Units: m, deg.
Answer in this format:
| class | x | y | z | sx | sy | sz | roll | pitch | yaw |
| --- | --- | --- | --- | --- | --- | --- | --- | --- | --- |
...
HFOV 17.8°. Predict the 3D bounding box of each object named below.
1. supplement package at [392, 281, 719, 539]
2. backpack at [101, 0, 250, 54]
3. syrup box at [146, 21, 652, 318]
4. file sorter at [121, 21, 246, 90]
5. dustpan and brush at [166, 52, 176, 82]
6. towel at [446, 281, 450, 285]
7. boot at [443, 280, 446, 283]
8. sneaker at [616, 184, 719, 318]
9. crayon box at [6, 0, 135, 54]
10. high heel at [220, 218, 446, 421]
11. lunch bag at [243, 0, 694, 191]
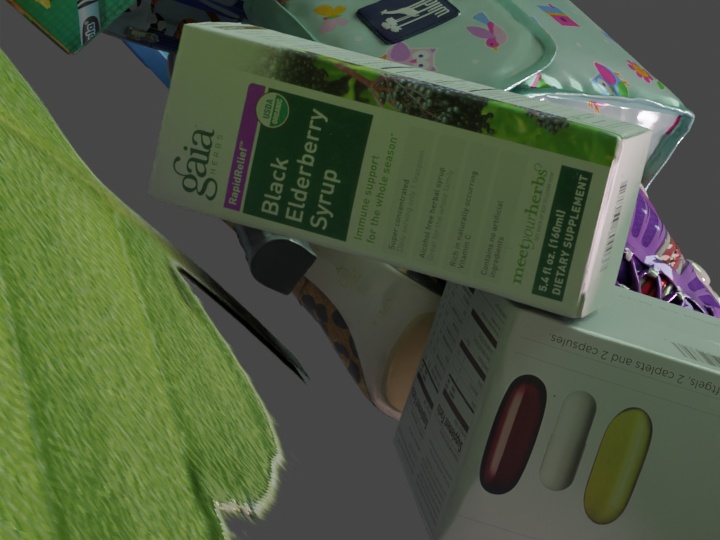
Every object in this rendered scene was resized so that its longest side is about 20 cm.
| class | x | y | z | sx | sy | sz | roll | pitch | yaw |
| --- | --- | --- | --- | --- | --- | --- | --- | --- | --- |
| supplement package | 0.132 | 0.079 | 1.042 | 0.200 | 0.111 | 0.156 | 17 | 10 | -9 |
| backpack | -0.097 | -0.204 | 1.286 | 0.190 | 0.154 | 0.200 | 8 | 35 | -39 |
| syrup box | 0.017 | -0.046 | 0.991 | 0.200 | 0.079 | 0.081 | 16 | 10 | 14 |
| file sorter | -0.070 | -0.152 | 1.531 | 0.200 | 0.123 | 0.139 | 48 | 4 | -34 |
| dustpan and brush | -0.047 | -0.039 | 1.288 | 0.140 | 0.057 | 0.200 | 46 | -2 | -35 |
| towel | 0.093 | 0.023 | 1.216 | 0.192 | 0.035 | 0.200 | 41 | 4 | -22 |
| boot | 0.025 | 0.012 | 1.307 | 0.076 | 0.074 | 0.200 | 56 | 1 | -11 |
| sneaker | 0.147 | 0.006 | 1.196 | 0.200 | 0.081 | 0.083 | 38 | 8 | -35 |
| crayon box | -0.183 | -0.192 | 1.039 | 0.119 | 0.058 | 0.200 | 52 | 4 | 29 |
| high heel | 0.000 | 0.000 | 1.190 | 0.200 | 0.071 | 0.143 | 38 | 14 | -33 |
| lunch bag | 0.051 | -0.102 | 1.235 | 0.200 | 0.122 | 0.170 | 7 | 32 | -44 |
